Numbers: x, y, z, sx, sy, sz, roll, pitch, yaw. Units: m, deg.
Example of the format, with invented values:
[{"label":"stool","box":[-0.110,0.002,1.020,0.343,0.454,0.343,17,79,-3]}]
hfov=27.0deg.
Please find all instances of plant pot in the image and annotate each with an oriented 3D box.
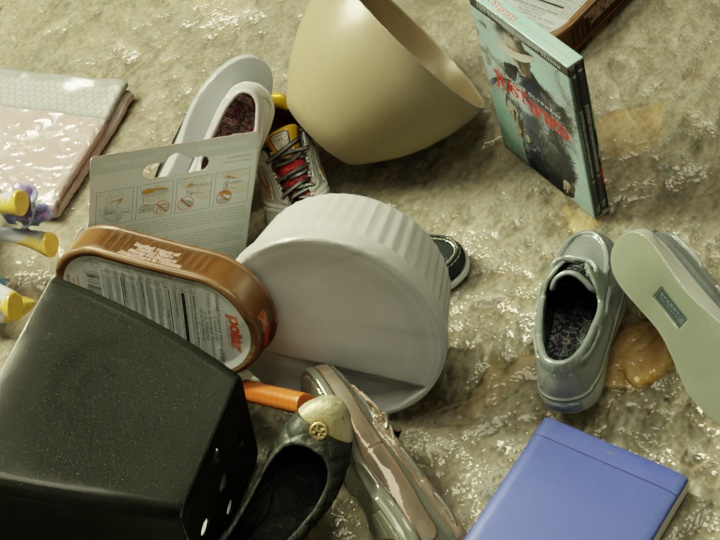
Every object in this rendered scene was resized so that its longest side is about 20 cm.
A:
[{"label":"plant pot","box":[0.005,-0.184,1.474,0.134,0.200,0.200,-45,47,15]},{"label":"plant pot","box":[-0.194,0.156,1.239,0.177,0.200,0.200,13,55,13]}]

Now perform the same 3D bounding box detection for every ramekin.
[{"label":"ramekin","box":[-0.014,0.024,1.289,0.202,0.203,0.094,2,39,18]}]

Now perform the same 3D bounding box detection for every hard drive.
[{"label":"hard drive","box":[0.153,0.219,1.180,0.132,0.025,0.200,21,60,30]}]

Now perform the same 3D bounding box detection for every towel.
[{"label":"towel","box":[-0.371,-0.145,1.641,0.200,0.032,0.191,10,55,25]}]

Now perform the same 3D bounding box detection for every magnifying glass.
[{"label":"magnifying glass","box":[-0.116,0.102,1.302,0.200,0.080,0.022,5,77,43]}]

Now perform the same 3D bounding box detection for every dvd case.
[{"label":"dvd case","box":[0.164,-0.152,1.373,0.022,0.200,0.146,-34,51,-13]}]

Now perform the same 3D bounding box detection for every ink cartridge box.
[{"label":"ink cartridge box","box":[-0.181,-0.041,1.351,0.162,0.200,0.050,-12,40,-27]}]

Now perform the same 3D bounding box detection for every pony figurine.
[{"label":"pony figurine","box":[-0.392,-0.032,1.472,0.200,0.166,0.194,-2,82,33]}]

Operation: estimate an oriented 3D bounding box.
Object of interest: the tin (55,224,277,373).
[{"label":"tin","box":[-0.167,0.027,1.268,0.200,0.112,0.042,14,44,19]}]

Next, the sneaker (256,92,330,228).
[{"label":"sneaker","box":[-0.073,-0.094,1.473,0.078,0.082,0.200,-20,49,-1]}]

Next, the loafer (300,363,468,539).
[{"label":"loafer","box":[0.017,0.159,1.241,0.063,0.072,0.200,-19,62,-23]}]

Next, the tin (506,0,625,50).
[{"label":"tin","box":[0.210,-0.291,1.579,0.112,0.042,0.200,26,62,38]}]

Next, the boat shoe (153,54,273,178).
[{"label":"boat shoe","box":[-0.156,-0.130,1.490,0.200,0.069,0.057,-58,25,10]}]

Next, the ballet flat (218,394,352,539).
[{"label":"ballet flat","box":[-0.064,0.190,1.197,0.066,0.057,0.200,29,94,9]}]

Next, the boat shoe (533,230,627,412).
[{"label":"boat shoe","box":[0.188,0.026,1.286,0.070,0.072,0.201,1,45,17]}]

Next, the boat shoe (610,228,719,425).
[{"label":"boat shoe","box":[0.290,0.044,1.251,0.071,0.070,0.201,-11,60,-42]}]

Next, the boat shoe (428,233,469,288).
[{"label":"boat shoe","box":[0.000,0.000,1.387,0.200,0.060,0.076,-15,48,4]}]

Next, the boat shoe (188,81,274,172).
[{"label":"boat shoe","box":[-0.133,-0.083,1.429,0.072,0.069,0.200,27,98,1]}]
